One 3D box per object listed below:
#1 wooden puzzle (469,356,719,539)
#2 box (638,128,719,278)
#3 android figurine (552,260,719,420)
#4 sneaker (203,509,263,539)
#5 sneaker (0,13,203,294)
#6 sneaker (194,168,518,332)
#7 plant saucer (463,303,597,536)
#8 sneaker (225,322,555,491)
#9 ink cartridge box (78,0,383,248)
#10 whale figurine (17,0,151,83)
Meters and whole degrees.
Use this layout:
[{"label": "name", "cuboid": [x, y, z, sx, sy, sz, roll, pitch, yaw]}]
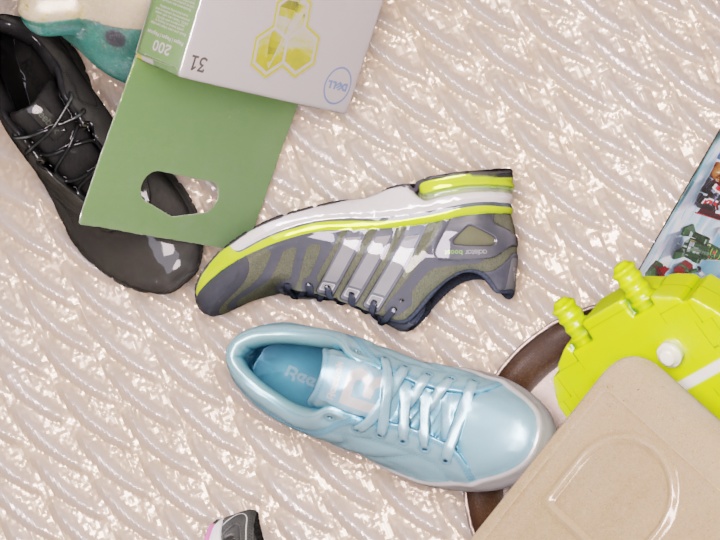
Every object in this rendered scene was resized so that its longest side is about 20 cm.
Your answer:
[{"label": "wooden puzzle", "cuboid": [0.144, 0.174, 1.494, 0.200, 0.046, 0.185, -49, 61, 4]}, {"label": "box", "cuboid": [0.238, -0.005, 1.612, 0.136, 0.040, 0.201, 28, 76, 12]}, {"label": "android figurine", "cuboid": [0.183, 0.084, 1.557, 0.182, 0.041, 0.200, -30, 100, 37]}, {"label": "sneaker", "cuboid": [-0.034, 0.231, 1.646, 0.086, 0.080, 0.201, -15, 92, 4]}, {"label": "sneaker", "cuboid": [-0.168, -0.068, 1.695, 0.076, 0.091, 0.200, -40, 79, 2]}, {"label": "sneaker", "cuboid": [0.000, 0.000, 1.665, 0.199, 0.074, 0.082, -15, 83, 10]}, {"label": "plant saucer", "cuboid": [0.158, 0.118, 1.638, 0.199, 0.032, 0.202, -2, 82, 12]}, {"label": "sneaker", "cuboid": [0.010, 0.077, 1.627, 0.199, 0.082, 0.074, 11, 86, 26]}, {"label": "ink cartridge box", "cuboid": [-0.068, -0.107, 1.634, 0.048, 0.145, 0.201, 23, 99, 41]}, {"label": "whale figurine", "cuboid": [-0.156, -0.171, 1.698, 0.199, 0.159, 0.104, 13, 128, 19]}]
